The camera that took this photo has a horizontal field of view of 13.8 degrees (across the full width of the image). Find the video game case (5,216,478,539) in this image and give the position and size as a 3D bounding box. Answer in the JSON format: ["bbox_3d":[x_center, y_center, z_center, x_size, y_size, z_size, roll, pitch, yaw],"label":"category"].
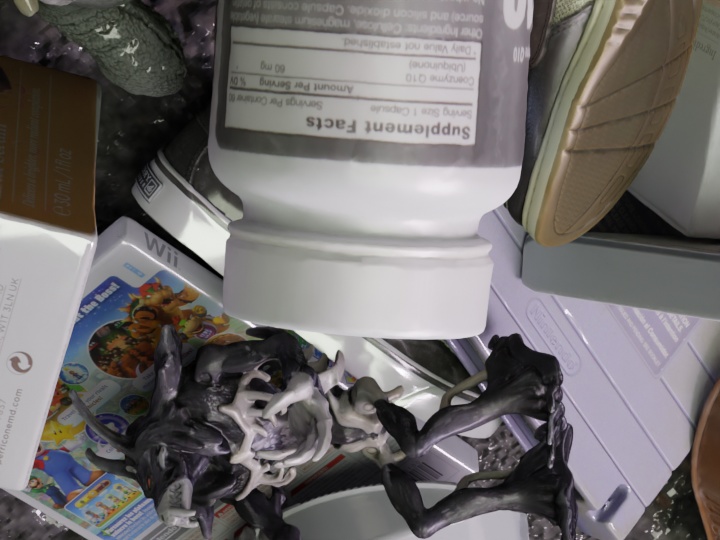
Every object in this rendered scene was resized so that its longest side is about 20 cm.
[{"bbox_3d":[-0.070,0.070,1.245,0.200,0.018,0.143,35,123,-30],"label":"video game case"}]

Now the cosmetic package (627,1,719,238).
[{"bbox_3d":[0.176,-0.115,1.185,0.101,0.074,0.200,4,109,-25],"label":"cosmetic package"}]

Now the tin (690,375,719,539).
[{"bbox_3d":[0.205,0.101,1.325,0.112,0.042,0.200,-37,135,-16],"label":"tin"}]

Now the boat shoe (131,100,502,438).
[{"bbox_3d":[0.000,0.000,1.219,0.200,0.071,0.064,36,102,-31],"label":"boat shoe"}]

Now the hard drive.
[{"bbox_3d":[0.183,0.003,1.207,0.200,0.132,0.027,0,95,-40],"label":"hard drive"}]

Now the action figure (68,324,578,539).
[{"bbox_3d":[-0.018,0.077,1.168,0.200,0.102,0.119,-4,126,7],"label":"action figure"}]

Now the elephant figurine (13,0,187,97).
[{"bbox_3d":[-0.114,-0.147,1.042,0.200,0.155,0.142,38,109,-11],"label":"elephant figurine"}]

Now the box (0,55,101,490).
[{"bbox_3d":[-0.203,-0.021,1.080,0.200,0.152,0.107,14,114,-12],"label":"box"}]

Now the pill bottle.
[{"bbox_3d":[0.004,-0.080,1.056,0.114,0.114,0.200,2,96,-18],"label":"pill bottle"}]

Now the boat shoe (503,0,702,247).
[{"bbox_3d":[0.086,-0.107,1.098,0.072,0.066,0.201,-20,134,-47],"label":"boat shoe"}]

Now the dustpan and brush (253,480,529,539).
[{"bbox_3d":[-0.029,0.139,1.271,0.200,0.057,0.140,-10,138,-3],"label":"dustpan and brush"}]

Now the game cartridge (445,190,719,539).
[{"bbox_3d":[0.089,0.001,1.237,0.130,0.038,0.200,-53,126,-25],"label":"game cartridge"}]

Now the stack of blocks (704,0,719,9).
[{"bbox_3d":[0.191,-0.113,1.117,0.115,0.059,0.200,-7,113,-22],"label":"stack of blocks"}]
